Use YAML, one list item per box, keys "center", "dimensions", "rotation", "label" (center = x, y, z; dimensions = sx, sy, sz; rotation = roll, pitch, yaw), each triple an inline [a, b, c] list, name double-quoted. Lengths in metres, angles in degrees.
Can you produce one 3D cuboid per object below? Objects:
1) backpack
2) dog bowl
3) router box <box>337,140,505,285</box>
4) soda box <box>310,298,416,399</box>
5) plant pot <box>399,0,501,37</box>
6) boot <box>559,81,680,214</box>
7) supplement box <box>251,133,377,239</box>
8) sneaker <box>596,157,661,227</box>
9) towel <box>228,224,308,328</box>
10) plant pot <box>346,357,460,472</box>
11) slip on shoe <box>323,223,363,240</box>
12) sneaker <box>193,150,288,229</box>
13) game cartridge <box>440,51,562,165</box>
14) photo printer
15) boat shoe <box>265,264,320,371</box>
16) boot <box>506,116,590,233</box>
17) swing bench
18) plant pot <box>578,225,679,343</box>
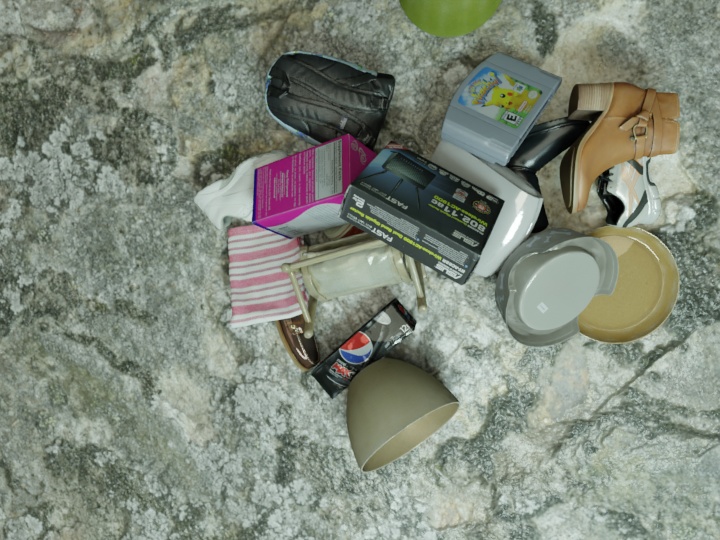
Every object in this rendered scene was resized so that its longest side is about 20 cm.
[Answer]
- center: [-0.065, -0.284, 0.896]
  dimensions: [0.199, 0.154, 0.164]
  rotation: [14, 106, -17]
  label: "backpack"
- center: [0.301, 0.024, 0.833]
  dimensions: [0.198, 0.059, 0.201]
  rotation: [-9, 123, -15]
  label: "dog bowl"
- center: [0.090, -0.087, 0.746]
  dimensions: [0.199, 0.150, 0.062]
  rotation: [29, 134, 7]
  label: "router box"
- center: [0.007, 0.140, 0.958]
  dimensions: [0.200, 0.071, 0.063]
  rotation: [-42, 88, 11]
  label: "soda box"
- center: [0.138, -0.483, 0.803]
  dimensions: [0.186, 0.200, 0.189]
  rotation: [1, 96, 9]
  label: "plant pot"
- center: [0.388, -0.179, 0.790]
  dimensions: [0.153, 0.074, 0.202]
  rotation: [6, 97, 3]
  label: "boot"
- center: [-0.070, -0.129, 0.863]
  dimensions: [0.199, 0.101, 0.104]
  rotation: [-10, 72, 32]
  label: "supplement box"
- center: [0.417, -0.164, 0.850]
  dimensions: [0.079, 0.074, 0.201]
  rotation: [-17, 93, -8]
  label: "sneaker"
- center: [-0.169, -0.003, 0.947]
  dimensions: [0.145, 0.030, 0.201]
  rotation: [-14, 63, 10]
  label: "towel"
- center: [0.053, 0.232, 0.917]
  dimensions: [0.200, 0.200, 0.135]
  rotation: [-40, 62, 11]
  label: "plant pot"
- center: [0.021, -0.122, 0.934]
  dimensions: [0.200, 0.061, 0.074]
  rotation: [-43, 50, 11]
  label: "slip on shoe"
- center: [-0.200, -0.143, 0.966]
  dimensions: [0.199, 0.078, 0.100]
  rotation: [-29, 98, 20]
  label: "sneaker"
- center: [0.217, -0.264, 0.840]
  dimensions: [0.133, 0.041, 0.200]
  rotation: [28, 66, 20]
  label: "game cartridge"
- center: [0.181, -0.101, 0.856]
  dimensions: [0.200, 0.069, 0.167]
  rotation: [44, 121, 25]
  label: "photo printer"
- center: [-0.120, 0.084, 0.972]
  dimensions: [0.070, 0.070, 0.201]
  rotation: [-26, 91, 16]
  label: "boat shoe"
- center: [0.289, -0.149, 0.877]
  dimensions: [0.199, 0.076, 0.169]
  rotation: [-14, 90, 17]
  label: "boot"
- center: [0.000, 0.000, 0.874]
  dimensions: [0.197, 0.200, 0.131]
  rotation: [-15, 103, 10]
  label: "swing bench"
- center: [0.430, 0.023, 0.901]
  dimensions: [0.198, 0.027, 0.202]
  rotation: [1, 97, 9]
  label: "plant pot"
